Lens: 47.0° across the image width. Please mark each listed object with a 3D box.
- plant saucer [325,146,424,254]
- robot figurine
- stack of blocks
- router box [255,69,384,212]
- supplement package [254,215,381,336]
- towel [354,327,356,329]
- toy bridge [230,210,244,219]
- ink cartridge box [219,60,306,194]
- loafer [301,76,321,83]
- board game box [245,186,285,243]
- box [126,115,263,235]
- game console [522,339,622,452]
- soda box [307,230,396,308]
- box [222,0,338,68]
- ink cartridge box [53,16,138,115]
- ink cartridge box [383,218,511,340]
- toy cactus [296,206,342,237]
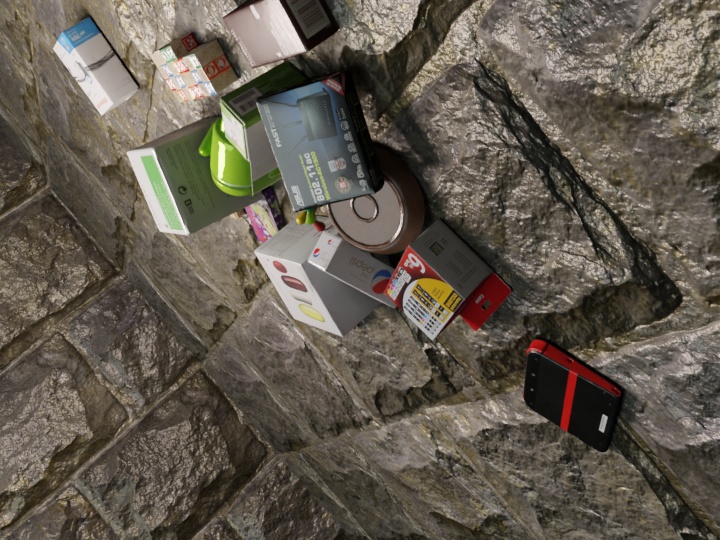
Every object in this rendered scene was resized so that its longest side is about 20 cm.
[{"bbox_3d":[0.014,-0.113,1.421,0.199,0.034,0.201,16,124,25],"label":"plant saucer"},{"bbox_3d":[-0.240,-0.234,1.655,0.175,0.116,0.201,22,136,9],"label":"robot figurine"},{"bbox_3d":[-0.336,-0.409,1.658,0.200,0.059,0.115,9,134,56],"label":"stack of blocks"},{"bbox_3d":[-0.063,-0.207,1.337,0.149,0.062,0.201,-11,108,23],"label":"router box"},{"bbox_3d":[-0.080,0.006,1.718,0.200,0.147,0.192,13,138,55],"label":"supplement package"},{"bbox_3d":[-0.097,0.063,1.916,0.200,0.024,0.145,43,-178,15],"label":"towel"},{"bbox_3d":[-0.328,-0.206,1.982,0.067,0.027,0.201,14,138,51],"label":"toy bridge"},{"bbox_3d":[-0.163,-0.249,1.479,0.076,0.148,0.200,46,157,22],"label":"ink cartridge box"},{"bbox_3d":[-0.095,-0.245,1.428,0.071,0.073,0.201,-126,37,-46],"label":"loafer"},{"bbox_3d":[-0.222,-0.129,1.915,0.120,0.032,0.201,33,152,41],"label":"board game box"},{"bbox_3d":[-0.357,-0.207,1.788,0.171,0.200,0.200,9,123,56],"label":"box"},{"bbox_3d":[0.360,0.215,1.423,0.176,0.031,0.200,30,150,28],"label":"game console"},{"bbox_3d":[0.000,0.000,1.556,0.200,0.068,0.064,29,179,-41],"label":"soda box"},{"bbox_3d":[-0.131,-0.393,1.315,0.200,0.075,0.100,8,134,58],"label":"box"},{"bbox_3d":[-0.652,-0.500,2.040,0.200,0.086,0.146,57,155,-14],"label":"ink cartridge box"},{"bbox_3d":[0.148,0.035,1.447,0.176,0.084,0.200,44,155,11],"label":"ink cartridge box"},{"bbox_3d":[-0.077,-0.133,1.543,0.165,0.103,0.200,37,159,-20],"label":"toy cactus"}]
